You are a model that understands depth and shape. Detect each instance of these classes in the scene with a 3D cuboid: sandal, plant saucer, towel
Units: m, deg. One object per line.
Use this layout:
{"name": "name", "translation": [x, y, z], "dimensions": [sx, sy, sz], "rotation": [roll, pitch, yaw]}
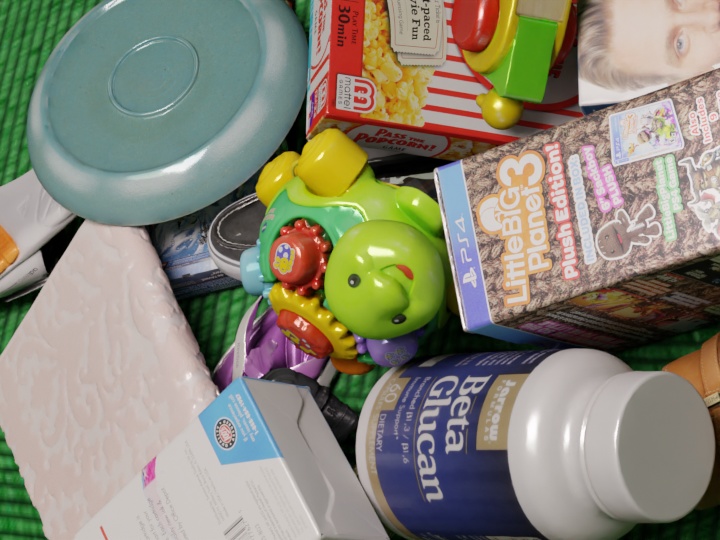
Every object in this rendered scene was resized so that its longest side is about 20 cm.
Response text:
{"name": "sandal", "translation": [-0.047, 0.043, 1.746], "dimensions": [0.082, 0.050, 0.203], "rotation": [38, 93, 36]}
{"name": "plant saucer", "translation": [-0.130, -0.120, 1.795], "dimensions": [0.199, 0.027, 0.201], "rotation": [-12, 54, 16]}
{"name": "sandal", "translation": [-0.214, -0.025, 1.868], "dimensions": [0.206, 0.059, 0.080], "rotation": [-32, 45, 35]}
{"name": "towel", "translation": [-0.163, 0.084, 1.778], "dimensions": [0.191, 0.032, 0.201], "rotation": [-54, 48, 33]}

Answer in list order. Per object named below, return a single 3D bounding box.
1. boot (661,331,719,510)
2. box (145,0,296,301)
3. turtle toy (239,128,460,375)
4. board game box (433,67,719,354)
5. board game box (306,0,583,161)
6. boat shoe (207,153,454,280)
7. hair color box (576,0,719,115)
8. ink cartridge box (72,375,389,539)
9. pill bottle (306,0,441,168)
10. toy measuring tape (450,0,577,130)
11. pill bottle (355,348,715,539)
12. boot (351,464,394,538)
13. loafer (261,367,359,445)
{"name": "boot", "translation": [0.250, 0.104, 1.523], "dimensions": [0.154, 0.074, 0.201], "rotation": [-24, 49, 22]}
{"name": "box", "translation": [-0.108, -0.082, 1.840], "dimensions": [0.136, 0.040, 0.201], "rotation": [-13, 66, 27]}
{"name": "turtle toy", "translation": [0.000, 0.000, 1.603], "dimensions": [0.101, 0.146, 0.200], "rotation": [-53, 11, -18]}
{"name": "board game box", "translation": [0.170, -0.029, 1.555], "dimensions": [0.199, 0.159, 0.098], "rotation": [-18, 73, 28]}
{"name": "board game box", "translation": [0.070, -0.141, 1.663], "dimensions": [0.046, 0.199, 0.153], "rotation": [135, 140, -65]}
{"name": "boat shoe", "translation": [-0.007, -0.040, 1.711], "dimensions": [0.199, 0.066, 0.070], "rotation": [-4, 58, 19]}
{"name": "hair color box", "translation": [0.227, -0.139, 1.602], "dimensions": [0.199, 0.061, 0.101], "rotation": [-6, 70, 15]}
{"name": "ink cartridge box", "translation": [-0.090, 0.169, 1.625], "dimensions": [0.200, 0.068, 0.116], "rotation": [-43, 59, 25]}
{"name": "pill bottle", "translation": [0.023, -0.168, 1.744], "dimensions": [0.110, 0.111, 0.201], "rotation": [-11, 67, 29]}
{"name": "toy measuring tape", "translation": [0.095, -0.181, 1.601], "dimensions": [0.073, 0.073, 0.201], "rotation": [15, 98, 36]}
{"name": "pill bottle", "translation": [0.100, 0.100, 1.565], "dimensions": [0.199, 0.111, 0.112], "rotation": [-5, 69, 48]}
{"name": "boot", "translation": [-0.009, 0.226, 1.639], "dimensions": [0.200, 0.073, 0.156], "rotation": [-48, 53, 11]}
{"name": "loafer", "translation": [-0.072, 0.154, 1.711], "dimensions": [0.201, 0.070, 0.068], "rotation": [-57, 9, 17]}
